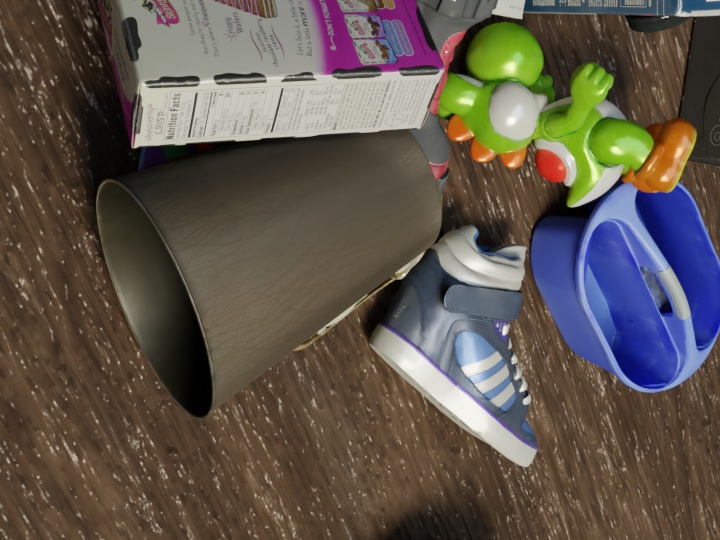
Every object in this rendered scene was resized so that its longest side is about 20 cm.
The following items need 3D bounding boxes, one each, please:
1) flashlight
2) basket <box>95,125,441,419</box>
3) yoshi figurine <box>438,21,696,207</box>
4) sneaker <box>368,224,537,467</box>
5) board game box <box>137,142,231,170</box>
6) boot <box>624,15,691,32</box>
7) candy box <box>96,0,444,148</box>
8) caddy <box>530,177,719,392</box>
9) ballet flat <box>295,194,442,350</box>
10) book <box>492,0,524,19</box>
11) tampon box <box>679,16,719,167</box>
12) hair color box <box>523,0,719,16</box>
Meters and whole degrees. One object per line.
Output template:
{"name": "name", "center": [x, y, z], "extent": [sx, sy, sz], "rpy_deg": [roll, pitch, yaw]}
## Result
{"name": "flashlight", "center": [0.054, -0.137, 0.863], "extent": [0.068, 0.067, 0.201], "rpy_deg": [-48, 163, -51]}
{"name": "basket", "center": [-0.055, -0.023, 0.809], "extent": [0.199, 0.136, 0.182], "rpy_deg": [-30, 135, -25]}
{"name": "yoshi figurine", "center": [0.157, -0.133, 0.941], "extent": [0.198, 0.113, 0.113], "rpy_deg": [18, 133, -2]}
{"name": "sneaker", "center": [0.112, 0.055, 0.987], "extent": [0.200, 0.080, 0.147], "rpy_deg": [41, 83, -28]}
{"name": "board game box", "center": [-0.069, -0.113, 0.860], "extent": [0.156, 0.039, 0.203], "rpy_deg": [9, 97, -32]}
{"name": "boot", "center": [0.256, -0.317, 0.984], "extent": [0.200, 0.076, 0.169], "rpy_deg": [-48, 125, -21]}
{"name": "candy box", "center": [-0.062, -0.153, 0.782], "extent": [0.198, 0.138, 0.061], "rpy_deg": [-5, 145, -21]}
{"name": "caddy", "center": [0.238, 0.009, 1.037], "extent": [0.141, 0.105, 0.201], "rpy_deg": [-41, 119, -17]}
{"name": "ballet flat", "center": [0.000, 0.000, 0.916], "extent": [0.199, 0.065, 0.071], "rpy_deg": [-39, 121, -17]}
{"name": "book", "center": [0.082, -0.293, 0.872], "extent": [0.133, 0.048, 0.203], "rpy_deg": [-4, 108, -49]}
{"name": "tampon box", "center": [0.405, -0.161, 1.084], "extent": [0.198, 0.126, 0.152], "rpy_deg": [0, 101, -31]}
{"name": "hair color box", "center": [0.203, -0.223, 0.903], "extent": [0.099, 0.199, 0.061], "rpy_deg": [-9, 106, -28]}
